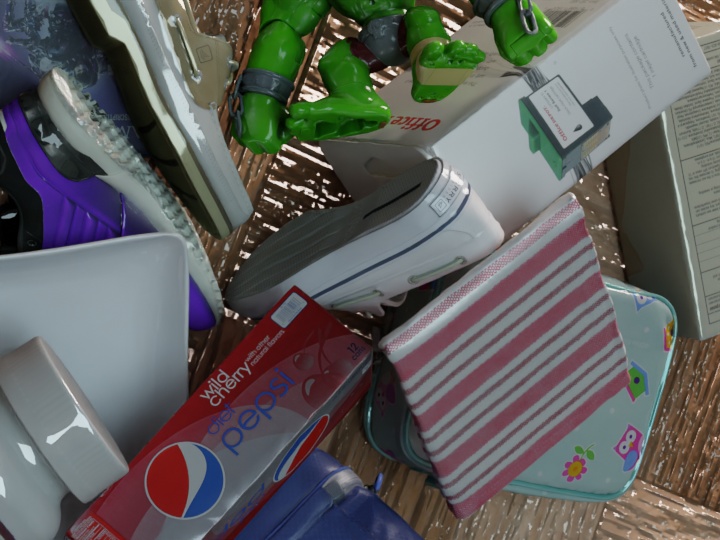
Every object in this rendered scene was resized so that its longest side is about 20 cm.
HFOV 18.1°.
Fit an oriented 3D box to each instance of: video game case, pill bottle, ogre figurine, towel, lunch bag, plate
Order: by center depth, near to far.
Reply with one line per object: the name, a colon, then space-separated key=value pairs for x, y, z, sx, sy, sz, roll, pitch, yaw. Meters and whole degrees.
pill bottle: x=-0.234 y=0.127 z=1.228 sx=0.200 sy=0.110 sz=0.110 roll=-34 pitch=111 yaw=-4
plate: x=-0.196 y=0.076 z=1.300 sx=0.199 sy=0.032 sz=0.200 roll=-7 pitch=114 yaw=-18
video game case: x=-0.172 y=-0.167 z=1.329 sx=0.142 sy=0.019 sz=0.201 roll=-1 pitch=97 yaw=-29
towel: x=0.088 y=0.053 z=1.352 sx=0.146 sy=0.030 sz=0.200 roll=-38 pitch=143 yaw=-12
ogre figurine: x=0.009 y=-0.151 z=1.355 sx=0.098 sy=0.200 sz=0.120 roll=15 pitch=55 yaw=-45
lunch bag: x=-0.045 y=0.201 z=1.355 sx=0.132 sy=0.136 sz=0.200 roll=38 pitch=70 yaw=16
lunch bag: x=0.099 y=0.069 z=1.468 sx=0.199 sy=0.077 sz=0.161 roll=13 pitch=94 yaw=-27

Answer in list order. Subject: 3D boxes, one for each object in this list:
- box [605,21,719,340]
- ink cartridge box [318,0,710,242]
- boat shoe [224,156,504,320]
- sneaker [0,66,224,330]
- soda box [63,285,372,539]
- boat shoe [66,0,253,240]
box: x=0.225 y=-0.062 z=1.525 sx=0.095 sy=0.078 sz=0.201 roll=-16 pitch=103 yaw=-27
ink cartridge box: x=0.094 y=-0.102 z=1.410 sx=0.200 sy=0.146 sz=0.084 roll=-39 pitch=111 yaw=-20
boat shoe: x=0.000 y=0.000 z=1.340 sx=0.067 sy=0.200 sz=0.074 roll=44 pitch=51 yaw=-21
sneaker: x=-0.162 y=-0.024 z=1.326 sx=0.099 sy=0.070 sz=0.200 roll=-33 pitch=126 yaw=5
soda box: x=-0.079 y=0.107 z=1.290 sx=0.063 sy=0.070 sz=0.200 roll=39 pitch=72 yaw=13
boat shoe: x=-0.106 y=-0.116 z=1.318 sx=0.068 sy=0.075 sz=0.200 roll=-31 pitch=108 yaw=-17
